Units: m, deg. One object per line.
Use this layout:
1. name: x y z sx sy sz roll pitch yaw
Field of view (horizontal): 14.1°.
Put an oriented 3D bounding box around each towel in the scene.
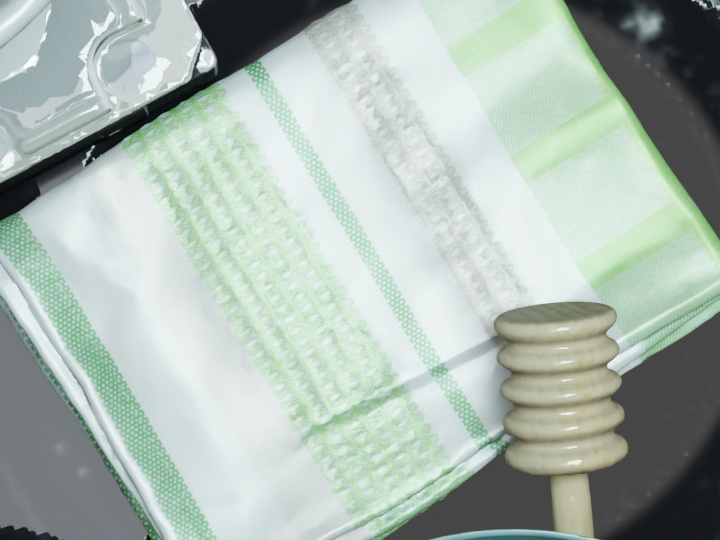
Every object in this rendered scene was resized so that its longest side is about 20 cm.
1. towel: 0.000 0.000 0.901 0.200 0.031 0.149 -33 90 -4

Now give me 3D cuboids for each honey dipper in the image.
1. honey dipper: 0.066 0.110 0.885 0.038 0.038 0.200 -5 100 -3

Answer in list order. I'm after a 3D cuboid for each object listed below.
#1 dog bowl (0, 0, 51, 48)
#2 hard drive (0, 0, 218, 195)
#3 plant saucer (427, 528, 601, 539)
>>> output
1. dog bowl: -0.165 -0.139 0.782 0.200 0.079 0.200 -1 93 -23
2. hard drive: -0.162 -0.074 0.894 0.200 0.038 0.140 -28 89 -4
3. plant saucer: 0.052 0.170 0.870 0.200 0.027 0.200 2 102 11
